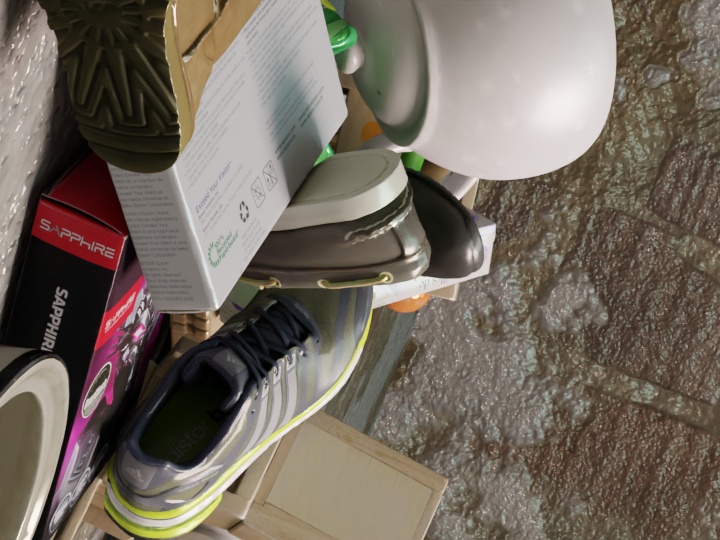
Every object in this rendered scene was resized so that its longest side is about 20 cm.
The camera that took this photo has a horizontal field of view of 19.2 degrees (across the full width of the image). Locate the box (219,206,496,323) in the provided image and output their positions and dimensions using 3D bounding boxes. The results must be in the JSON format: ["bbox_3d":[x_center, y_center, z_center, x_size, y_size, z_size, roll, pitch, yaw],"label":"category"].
[{"bbox_3d":[0.000,0.000,1.355,0.199,0.041,0.039,-16,124,-36],"label":"box"}]

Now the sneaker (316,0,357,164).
[{"bbox_3d":[-0.061,-0.067,1.225,0.074,0.083,0.201,-18,130,-82],"label":"sneaker"}]

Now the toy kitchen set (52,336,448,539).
[{"bbox_3d":[-0.086,0.169,1.258,0.164,0.180,0.200,-64,-172,-20],"label":"toy kitchen set"}]

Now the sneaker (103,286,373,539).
[{"bbox_3d":[-0.059,0.057,1.138,0.200,0.074,0.081,-50,169,-23],"label":"sneaker"}]

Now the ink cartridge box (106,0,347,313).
[{"bbox_3d":[-0.073,-0.115,1.015,0.197,0.043,0.201,-58,140,-53],"label":"ink cartridge box"}]

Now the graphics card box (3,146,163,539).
[{"bbox_3d":[-0.138,0.028,1.072,0.126,0.051,0.201,-58,170,-60],"label":"graphics card box"}]

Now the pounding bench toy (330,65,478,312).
[{"bbox_3d":[0.019,-0.052,1.475,0.200,0.123,0.157,-152,-105,-84],"label":"pounding bench toy"}]

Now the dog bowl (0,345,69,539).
[{"bbox_3d":[-0.189,0.111,0.828,0.200,0.073,0.201,23,90,-84],"label":"dog bowl"}]

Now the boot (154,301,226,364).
[{"bbox_3d":[-0.083,0.031,1.418,0.167,0.072,0.201,-57,165,-48],"label":"boot"}]

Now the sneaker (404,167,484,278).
[{"bbox_3d":[-0.019,-0.022,1.282,0.088,0.199,0.074,-41,133,-35],"label":"sneaker"}]

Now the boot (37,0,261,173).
[{"bbox_3d":[-0.071,-0.164,0.883,0.176,0.066,0.201,92,16,-44],"label":"boot"}]

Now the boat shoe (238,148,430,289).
[{"bbox_3d":[-0.046,-0.019,1.122,0.072,0.201,0.061,-45,117,-36],"label":"boat shoe"}]

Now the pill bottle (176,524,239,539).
[{"bbox_3d":[-0.134,0.253,1.491,0.200,0.111,0.111,-50,163,-46],"label":"pill bottle"}]

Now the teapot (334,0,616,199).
[{"bbox_3d":[0.053,-0.138,1.283,0.197,0.145,0.201,164,-87,-71],"label":"teapot"}]
